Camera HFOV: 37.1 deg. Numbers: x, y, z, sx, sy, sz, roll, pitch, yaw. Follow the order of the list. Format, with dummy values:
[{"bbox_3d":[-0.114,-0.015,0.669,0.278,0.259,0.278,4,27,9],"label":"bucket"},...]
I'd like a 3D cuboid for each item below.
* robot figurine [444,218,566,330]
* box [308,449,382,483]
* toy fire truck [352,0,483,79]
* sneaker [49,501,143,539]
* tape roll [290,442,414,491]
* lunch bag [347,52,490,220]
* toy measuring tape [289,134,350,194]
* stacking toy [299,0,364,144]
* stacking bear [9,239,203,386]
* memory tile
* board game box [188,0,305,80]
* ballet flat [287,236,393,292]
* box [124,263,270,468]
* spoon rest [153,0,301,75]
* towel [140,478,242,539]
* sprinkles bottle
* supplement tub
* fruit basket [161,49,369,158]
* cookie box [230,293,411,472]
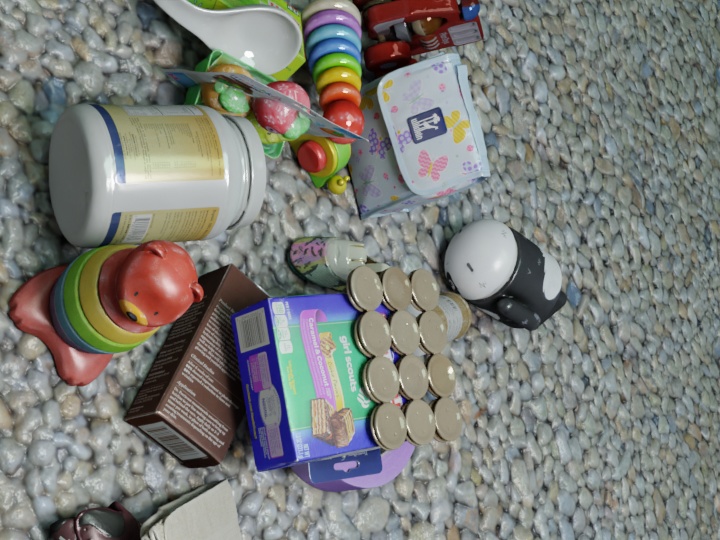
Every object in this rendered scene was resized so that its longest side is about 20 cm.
[{"bbox_3d":[0.209,0.009,1.548,0.199,0.149,0.126,29,81,-36],"label":"robot figurine"},{"bbox_3d":[-0.019,0.140,1.256,0.120,0.032,0.204,1,78,-44],"label":"box"},{"bbox_3d":[0.084,-0.336,1.469,0.200,0.165,0.114,22,56,-79],"label":"toy fire truck"},{"bbox_3d":[-0.274,0.303,1.026,0.116,0.075,0.200,53,37,-13],"label":"sneaker"},{"bbox_3d":[-0.017,0.166,1.317,0.198,0.065,0.204,15,68,-42],"label":"tape roll"},{"bbox_3d":[0.071,-0.175,1.409,0.126,0.198,0.172,-13,87,-45],"label":"lunch bag"},{"bbox_3d":[-0.064,-0.190,1.372,0.073,0.073,0.202,-38,105,-44],"label":"toy measuring tape"},{"bbox_3d":[-0.032,-0.248,1.362,0.085,0.085,0.203,22,49,-38],"label":"stacking toy"},{"bbox_3d":[-0.233,0.026,1.048,0.122,0.198,0.114,53,48,-18],"label":"stacking bear"},{"bbox_3d":[0.050,0.095,1.197,0.152,0.017,0.204,1,76,-47],"label":"memory tile"},{"bbox_3d":[-0.158,-0.325,1.312,0.199,0.047,0.103,30,36,-35],"label":"board game box"},{"bbox_3d":[0.000,0.000,1.378,0.198,0.071,0.070,26,59,-37],"label":"ballet flat"},{"bbox_3d":[-0.166,0.104,1.183,0.100,0.074,0.202,43,53,-26],"label":"box"},{"bbox_3d":[-0.157,-0.286,1.234,0.198,0.099,0.061,24,40,-30],"label":"spoon rest"},{"bbox_3d":[-0.165,0.299,1.099,0.200,0.034,0.135,-3,80,-75],"label":"towel"},{"bbox_3d":[0.090,0.069,1.398,0.200,0.067,0.069,-9,83,-70],"label":"sprinkles bottle"},{"bbox_3d":[-0.213,-0.101,1.129,0.198,0.144,0.147,-5,81,-36],"label":"supplement tub"},{"bbox_3d":[-0.115,-0.182,1.232,0.184,0.199,0.095,23,90,-39],"label":"fruit basket"},{"bbox_3d":[-0.032,0.116,1.173,0.198,0.075,0.174,-2,77,-45],"label":"cookie box"}]
